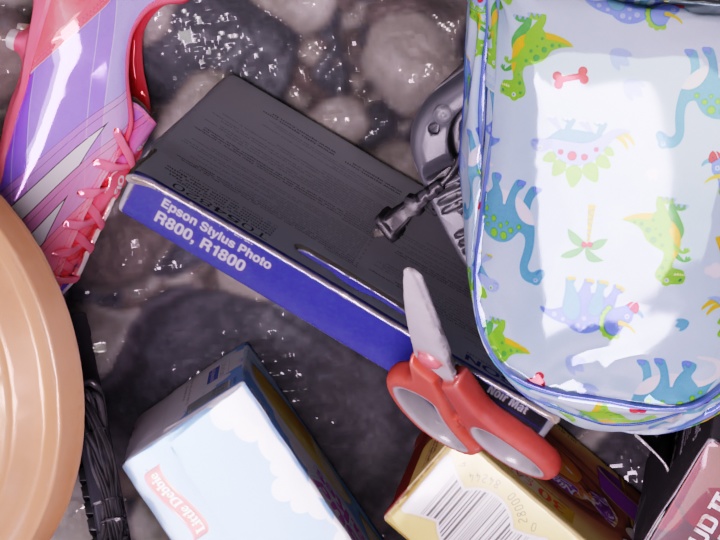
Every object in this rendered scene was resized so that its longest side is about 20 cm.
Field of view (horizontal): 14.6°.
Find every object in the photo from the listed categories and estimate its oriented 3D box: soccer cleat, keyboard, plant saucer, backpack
[{"bbox_3d":[-0.130,-0.045,1.251,0.076,0.067,0.201,13,102,2],"label":"soccer cleat"},{"bbox_3d":[-0.109,0.110,1.208,0.020,0.127,0.201,-11,60,-7],"label":"keyboard"},{"bbox_3d":[-0.202,0.046,1.201,0.199,0.032,0.202,8,103,35],"label":"plant saucer"},{"bbox_3d":[0.105,-0.040,1.054,0.162,0.154,0.201,10,121,0],"label":"backpack"}]

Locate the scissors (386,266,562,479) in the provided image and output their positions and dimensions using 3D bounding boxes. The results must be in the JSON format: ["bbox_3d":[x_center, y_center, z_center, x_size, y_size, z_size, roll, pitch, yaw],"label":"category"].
[{"bbox_3d":[0.023,0.034,1.052,0.073,0.200,0.014,24,76,30],"label":"scissors"}]

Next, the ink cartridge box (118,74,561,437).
[{"bbox_3d":[0.000,0.000,1.171,0.199,0.200,0.041,31,107,1],"label":"ink cartridge box"}]

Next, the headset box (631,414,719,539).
[{"bbox_3d":[0.202,0.115,1.195,0.199,0.149,0.077,30,107,1],"label":"headset box"}]

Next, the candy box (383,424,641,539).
[{"bbox_3d":[0.107,0.137,1.231,0.200,0.117,0.057,39,105,-2],"label":"candy box"}]

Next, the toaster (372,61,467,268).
[{"bbox_3d":[0.105,-0.061,1.176,0.199,0.129,0.114,-27,98,13],"label":"toaster"}]

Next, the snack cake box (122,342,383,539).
[{"bbox_3d":[-0.022,0.138,1.246,0.067,0.115,0.200,-34,97,2],"label":"snack cake box"}]
